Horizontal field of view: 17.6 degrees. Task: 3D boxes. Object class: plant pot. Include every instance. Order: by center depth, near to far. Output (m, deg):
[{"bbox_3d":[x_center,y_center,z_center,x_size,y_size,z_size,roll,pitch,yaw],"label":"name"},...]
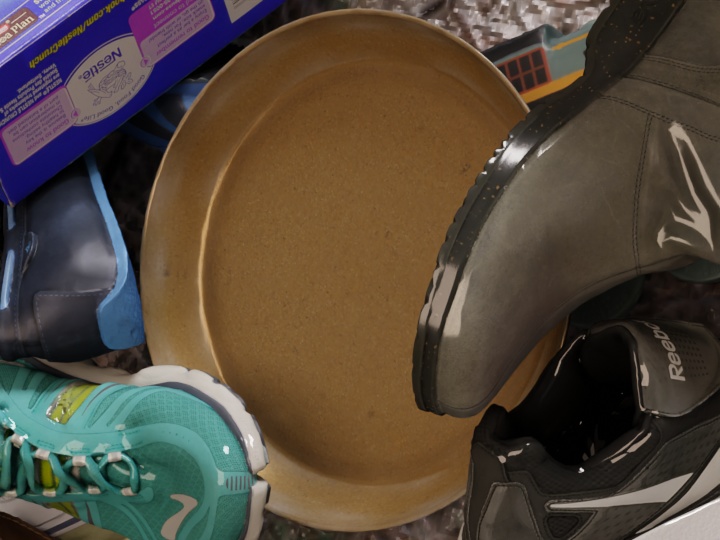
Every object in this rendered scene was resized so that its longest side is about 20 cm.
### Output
[{"bbox_3d":[0.000,0.000,0.906,0.199,0.027,0.202,-1,88,34],"label":"plant pot"}]

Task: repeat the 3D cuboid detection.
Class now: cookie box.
[{"bbox_3d":[-0.149,-0.145,0.994,0.171,0.075,0.200,-39,53,-17],"label":"cookie box"}]

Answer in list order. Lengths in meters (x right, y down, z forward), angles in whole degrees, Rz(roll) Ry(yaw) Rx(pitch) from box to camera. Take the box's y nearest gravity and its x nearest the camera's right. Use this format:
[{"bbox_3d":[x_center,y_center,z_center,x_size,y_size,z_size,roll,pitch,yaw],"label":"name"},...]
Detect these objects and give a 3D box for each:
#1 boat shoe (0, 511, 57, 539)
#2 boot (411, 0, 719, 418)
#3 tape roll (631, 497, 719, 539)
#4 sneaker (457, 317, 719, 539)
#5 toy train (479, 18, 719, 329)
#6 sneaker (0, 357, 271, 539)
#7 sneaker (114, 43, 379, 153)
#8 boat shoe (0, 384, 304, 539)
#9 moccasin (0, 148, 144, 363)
[{"bbox_3d":[-0.080,0.153,0.974,0.199,0.072,0.068,35,103,-2],"label":"boat shoe"},{"bbox_3d":[0.114,-0.015,0.792,0.130,0.068,0.200,28,69,20],"label":"boot"},{"bbox_3d":[0.101,0.131,0.829,0.202,0.202,0.037,-35,71,20],"label":"tape roll"},{"bbox_3d":[0.118,0.050,0.841,0.066,0.199,0.091,43,150,45],"label":"sneaker"},{"bbox_3d":[0.118,-0.055,0.910,0.199,0.085,0.115,-22,66,23],"label":"toy train"},{"bbox_3d":[-0.114,0.075,0.921,0.199,0.079,0.078,10,102,42],"label":"sneaker"},{"bbox_3d":[-0.050,-0.056,1.002,0.199,0.066,0.079,7,114,35],"label":"sneaker"},{"bbox_3d":[-0.064,0.080,1.003,0.199,0.072,0.062,-24,112,22],"label":"boat shoe"},{"bbox_3d":[-0.142,-0.024,0.985,0.068,0.200,0.081,-15,113,-10],"label":"moccasin"}]
